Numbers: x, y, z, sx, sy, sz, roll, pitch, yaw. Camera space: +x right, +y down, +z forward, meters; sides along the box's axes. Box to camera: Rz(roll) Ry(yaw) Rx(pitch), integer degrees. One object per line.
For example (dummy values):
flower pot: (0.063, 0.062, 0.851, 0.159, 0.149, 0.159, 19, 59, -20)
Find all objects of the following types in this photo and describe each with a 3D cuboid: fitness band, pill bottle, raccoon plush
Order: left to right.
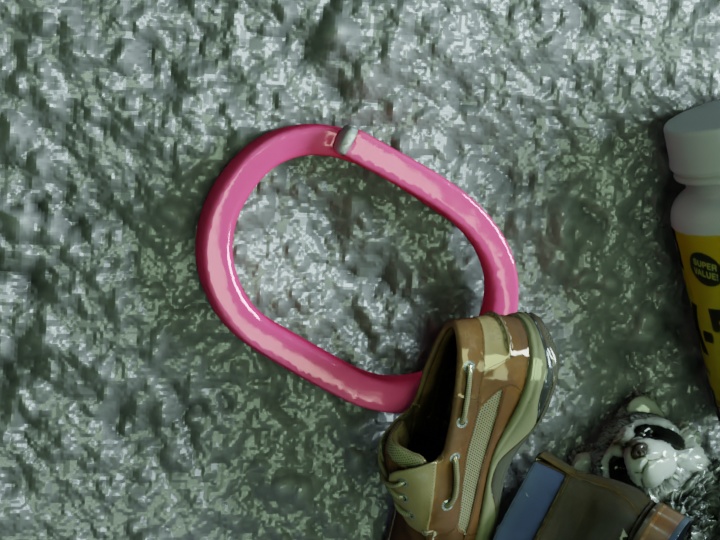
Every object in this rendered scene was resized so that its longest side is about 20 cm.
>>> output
fitness band: (0.000, 0.000, 1.170, 0.200, 0.037, 0.144, 30, 89, -18)
raccoon plush: (0.201, 0.171, 1.252, 0.097, 0.134, 0.200, -34, 140, -21)
pill bottle: (0.252, -0.003, 1.205, 0.114, 0.114, 0.200, -19, 103, -13)

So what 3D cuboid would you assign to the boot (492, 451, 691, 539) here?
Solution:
boot: (0.102, 0.205, 1.170, 0.097, 0.075, 0.200, 33, 94, 16)

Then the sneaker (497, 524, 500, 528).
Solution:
sneaker: (0.136, 0.235, 1.235, 0.116, 0.074, 0.200, -38, 98, -6)

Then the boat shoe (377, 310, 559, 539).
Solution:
boat shoe: (0.044, 0.108, 1.162, 0.074, 0.076, 0.200, 9, 113, -28)
